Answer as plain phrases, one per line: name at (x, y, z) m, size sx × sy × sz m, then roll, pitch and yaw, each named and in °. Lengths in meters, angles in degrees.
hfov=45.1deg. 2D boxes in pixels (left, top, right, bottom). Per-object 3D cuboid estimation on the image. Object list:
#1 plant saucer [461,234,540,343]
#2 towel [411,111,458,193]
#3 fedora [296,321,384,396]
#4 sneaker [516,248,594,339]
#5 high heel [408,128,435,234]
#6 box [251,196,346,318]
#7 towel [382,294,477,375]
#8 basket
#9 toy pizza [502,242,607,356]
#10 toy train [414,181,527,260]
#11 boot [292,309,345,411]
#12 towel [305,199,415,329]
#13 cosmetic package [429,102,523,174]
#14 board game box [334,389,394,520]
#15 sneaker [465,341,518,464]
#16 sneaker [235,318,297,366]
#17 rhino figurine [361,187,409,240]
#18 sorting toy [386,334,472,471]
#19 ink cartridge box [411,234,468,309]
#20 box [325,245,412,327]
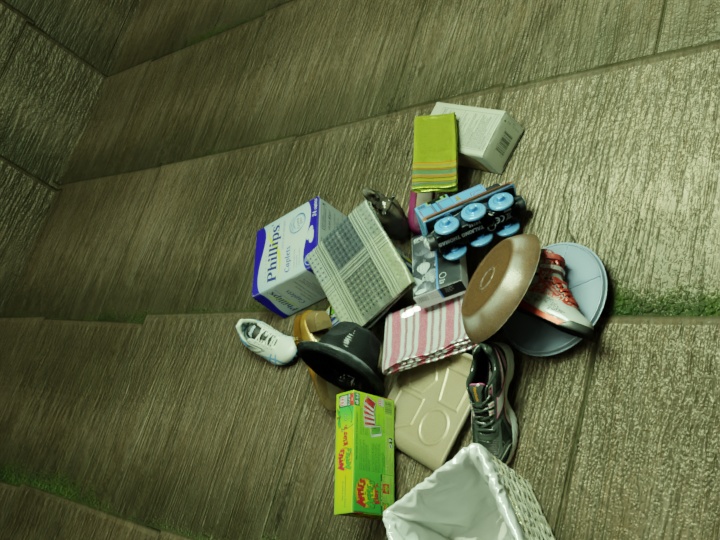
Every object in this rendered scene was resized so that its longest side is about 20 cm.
plant saucer at (0.217, 0.021, 1.403) m, size 0.202 × 0.036 × 0.201 m, roll -57°, pitch 12°, yaw 19°
towel at (0.141, -0.225, 1.637) m, size 0.085 × 0.018 × 0.202 m, roll -2°, pitch 52°, yaw 8°
fedora at (-0.021, 0.150, 1.576) m, size 0.199 × 0.201 × 0.092 m, roll 5°, pitch 58°, yaw 47°
sneaker at (0.305, 0.028, 1.373) m, size 0.201 × 0.067 × 0.109 m, roll 27°, pitch 88°, yaw 54°
high heel at (0.119, -0.174, 1.716) m, size 0.096 × 0.066 × 0.203 m, roll 164°, pitch 112°, yaw -70°
box at (-0.130, -0.028, 1.889) m, size 0.199 × 0.105 × 0.186 m, roll -27°, pitch 47°, yaw 32°
towel at (0.126, 0.099, 1.540) m, size 0.198 × 0.030 × 0.147 m, roll -20°, pitch 35°, yaw 21°
basket at (0.169, 0.397, 1.241) m, size 0.200 × 0.160 × 0.199 m, roll -41°, pitch 41°, yaw 19°
toy pizza at (0.318, 0.049, 1.425) m, size 0.199 × 0.032 × 0.202 m, roll -26°, pitch 49°, yaw 34°
toy train at (0.198, -0.097, 1.562) m, size 0.198 × 0.087 × 0.115 m, roll -24°, pitch 36°, yaw -2°
boot at (-0.084, 0.180, 1.732) m, size 0.144 × 0.070 × 0.204 m, roll 154°, pitch 107°, yaw -67°
towel at (0.000, 0.000, 1.641) m, size 0.192 × 0.034 × 0.202 m, roll -42°, pitch 65°, yaw 29°
cosmetic package at (0.213, -0.264, 1.716) m, size 0.199 × 0.071 × 0.106 m, roll 24°, pitch 83°, yaw 51°
board game box at (0.008, 0.316, 1.484) m, size 0.047 × 0.101 × 0.203 m, roll -21°, pitch 59°, yaw 43°
sneaker at (0.196, 0.208, 1.375) m, size 0.079 × 0.086 × 0.203 m, roll -13°, pitch 69°, yaw 31°
sneaker at (-0.203, 0.152, 1.869) m, size 0.199 × 0.072 × 0.073 m, roll 16°, pitch 74°, yaw 49°
rhino figurine at (0.049, -0.117, 1.699) m, size 0.087 × 0.200 × 0.060 m, roll 33°, pitch 83°, yaw 21°
sorting toy at (0.124, 0.228, 1.509) m, size 0.184 × 0.036 × 0.202 m, roll 20°, pitch 84°, yaw 51°
ink cartridge box at (0.145, -0.025, 1.613) m, size 0.098 × 0.039 × 0.202 m, roll -22°, pitch 39°, yaw 21°
box at (0.020, 0.042, 1.716) m, size 0.201 × 0.064 × 0.070 m, roll -51°, pitch 40°, yaw 8°
